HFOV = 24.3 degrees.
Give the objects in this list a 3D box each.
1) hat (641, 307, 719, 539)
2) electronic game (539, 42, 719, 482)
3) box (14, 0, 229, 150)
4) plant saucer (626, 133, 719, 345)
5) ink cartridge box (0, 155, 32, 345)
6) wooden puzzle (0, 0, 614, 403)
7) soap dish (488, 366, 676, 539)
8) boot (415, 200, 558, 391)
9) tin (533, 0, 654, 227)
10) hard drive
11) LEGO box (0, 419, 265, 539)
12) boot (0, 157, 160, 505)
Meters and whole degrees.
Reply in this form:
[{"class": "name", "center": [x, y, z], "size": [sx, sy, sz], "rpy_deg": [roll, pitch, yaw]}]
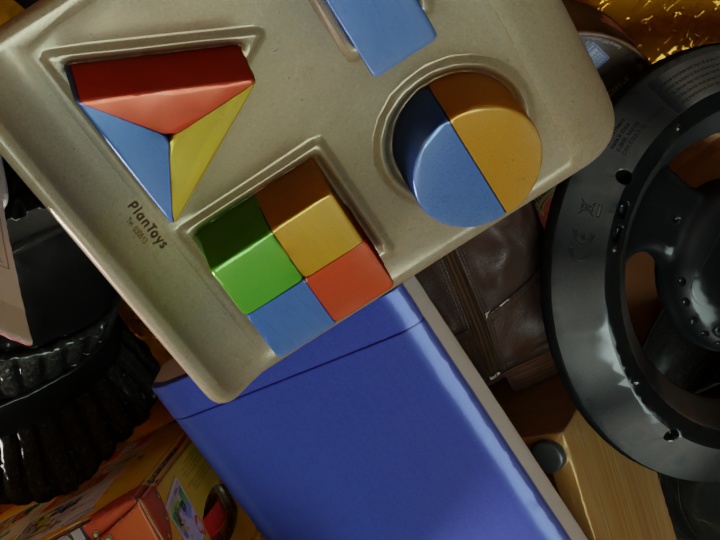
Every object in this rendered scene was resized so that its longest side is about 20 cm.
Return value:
[{"class": "hat", "center": [0.214, 0.098, 0.843], "size": [0.199, 0.081, 0.202], "rpy_deg": [-6, 109, -17]}, {"class": "electronic game", "center": [0.169, -0.003, 0.761], "size": [0.199, 0.042, 0.202], "rpy_deg": [-4, 99, -25]}, {"class": "box", "center": [-0.069, -0.129, 0.610], "size": [0.200, 0.032, 0.122], "rpy_deg": [39, 73, -36]}, {"class": "plant saucer", "center": [0.219, -0.010, 0.869], "size": [0.199, 0.038, 0.201], "rpy_deg": [-11, 134, -11]}, {"class": "ink cartridge box", "center": [-0.215, -0.051, 0.578], "size": [0.199, 0.174, 0.044], "rpy_deg": [26, 118, -36]}, {"class": "wooden puzzle", "center": [-0.012, -0.056, 0.603], "size": [0.199, 0.046, 0.186], "rpy_deg": [-35, 128, 0]}, {"class": "soap dish", "center": [0.078, 0.146, 0.832], "size": [0.156, 0.081, 0.201], "rpy_deg": [-10, 106, 29]}, {"class": "boot", "center": [0.000, 0.000, 0.732], "size": [0.186, 0.064, 0.200], "rpy_deg": [-31, 134, 0]}, {"class": "tin", "center": [0.050, -0.043, 0.778], "size": [0.200, 0.042, 0.112], "rpy_deg": [-41, 127, 18]}, {"class": "hard drive", "center": [0.015, 0.101, 0.745], "size": [0.131, 0.025, 0.201], "rpy_deg": [-22, 115, 27]}, {"class": "LEGO box", "center": [-0.127, 0.144, 0.769], "size": [0.148, 0.200, 0.078], "rpy_deg": [-28, 94, 7]}, {"class": "boot", "center": [-0.114, 0.007, 0.734], "size": [0.210, 0.080, 0.158], "rpy_deg": [-25, 133, 6]}]
